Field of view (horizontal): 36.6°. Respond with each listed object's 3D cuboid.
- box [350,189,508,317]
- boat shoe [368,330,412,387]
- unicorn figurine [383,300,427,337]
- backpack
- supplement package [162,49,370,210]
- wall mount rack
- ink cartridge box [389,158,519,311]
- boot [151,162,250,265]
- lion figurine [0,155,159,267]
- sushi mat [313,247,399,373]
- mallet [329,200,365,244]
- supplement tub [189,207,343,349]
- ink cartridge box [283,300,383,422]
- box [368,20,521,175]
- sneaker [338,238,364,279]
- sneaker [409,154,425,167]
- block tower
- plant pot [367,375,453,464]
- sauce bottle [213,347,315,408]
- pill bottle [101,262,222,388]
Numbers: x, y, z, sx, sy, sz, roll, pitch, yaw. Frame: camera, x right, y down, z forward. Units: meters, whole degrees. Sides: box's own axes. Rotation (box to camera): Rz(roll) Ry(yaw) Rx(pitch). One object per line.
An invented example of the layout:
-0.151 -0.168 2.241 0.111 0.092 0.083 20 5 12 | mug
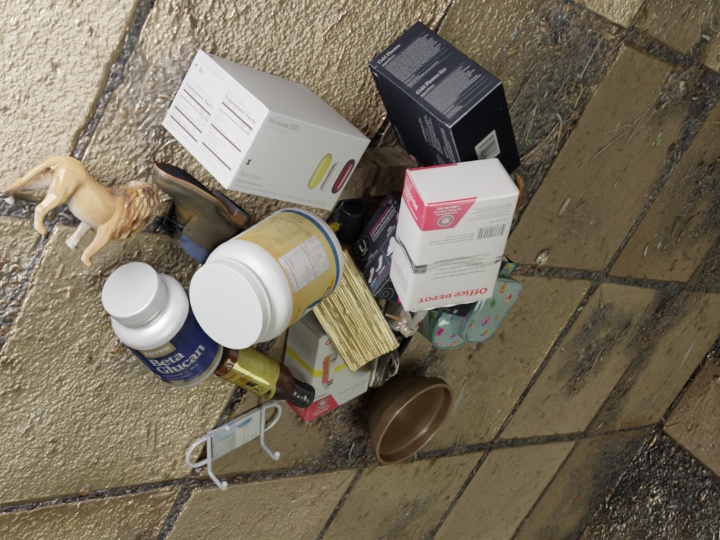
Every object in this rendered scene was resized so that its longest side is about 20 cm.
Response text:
0.108 -0.026 1.709 0.198 0.115 0.133 13 125 -37 | box
0.057 0.143 1.906 0.201 0.056 0.068 -69 174 -62 | boat shoe
0.080 0.061 1.837 0.200 0.073 0.139 118 -3 -68 | unicorn figurine
0.184 0.051 1.974 0.201 0.153 0.175 -53 153 20 | backpack
-0.117 -0.175 1.378 0.199 0.156 0.112 7 119 -51 | supplement package
-0.195 0.276 1.833 0.199 0.074 0.175 -26 140 -32 | wall mount rack
0.129 -0.048 1.547 0.143 0.085 0.202 -8 135 -18 | ink cartridge box
-0.227 -0.070 1.436 0.097 0.075 0.200 -53 149 3 | boot
-0.329 -0.086 1.303 0.123 0.072 0.200 -49 146 -1 | lion figurine
-0.020 0.065 1.721 0.095 0.012 0.201 -26 115 6 | sushi mat
-0.079 -0.046 1.674 0.198 0.041 0.066 -25 144 -24 | mallet
-0.128 0.010 1.508 0.200 0.144 0.146 -37 151 -50 | supplement tub
-0.051 0.138 1.848 0.144 0.083 0.202 -23 139 -34 | ink cartridge box
0.126 -0.226 1.583 0.104 0.182 0.201 -41 147 -10 | box
0.000 0.000 1.774 0.198 0.072 0.080 7 142 -38 | sneaker
0.105 -0.123 1.748 0.078 0.095 0.202 -11 134 -45 | sneaker
0.003 -0.147 1.640 0.199 0.054 0.058 -10 132 -45 | block tower
0.082 0.275 2.136 0.200 0.093 0.202 -29 143 -25 | plant pot
-0.153 0.168 1.727 0.199 0.066 0.066 31 101 -36 | sauce bottle
-0.274 0.073 1.496 0.111 0.111 0.201 -42 147 -8 | pill bottle
